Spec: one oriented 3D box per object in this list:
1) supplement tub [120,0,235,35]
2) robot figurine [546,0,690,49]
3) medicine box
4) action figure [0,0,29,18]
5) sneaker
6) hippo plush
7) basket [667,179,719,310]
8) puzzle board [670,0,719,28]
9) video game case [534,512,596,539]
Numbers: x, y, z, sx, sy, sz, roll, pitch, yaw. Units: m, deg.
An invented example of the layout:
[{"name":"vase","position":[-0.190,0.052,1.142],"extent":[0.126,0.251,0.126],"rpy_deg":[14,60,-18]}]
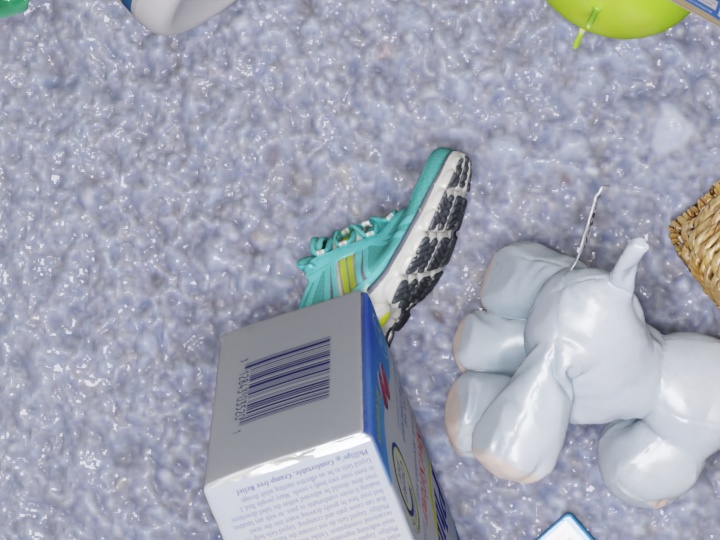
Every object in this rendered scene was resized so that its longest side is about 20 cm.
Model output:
[{"name":"supplement tub","position":[-0.141,-0.266,1.315],"extent":[0.145,0.145,0.200],"rpy_deg":[-42,84,6]},{"name":"robot figurine","position":[0.174,-0.230,1.253],"extent":[0.115,0.175,0.201],"rpy_deg":[24,86,4]},{"name":"medicine box","position":[-0.010,0.147,1.240],"extent":[0.102,0.182,0.201],"rpy_deg":[-18,115,8]},{"name":"action figure","position":[-0.291,-0.203,1.383],"extent":[0.199,0.055,0.119],"rpy_deg":[1,88,2]},{"name":"sneaker","position":[0.000,0.000,1.330],"extent":[0.080,0.077,0.200],"rpy_deg":[38,95,16]},{"name":"hippo plush","position":[0.161,0.057,1.290],"extent":[0.160,0.159,0.201],"rpy_deg":[23,110,-22]},{"name":"basket","position":[0.321,-0.014,1.285],"extent":[0.200,0.149,0.143],"rpy_deg":[-41,117,6]},{"name":"puzzle board","position":[0.252,-0.210,1.242],"extent":[0.017,0.200,0.152],"rpy_deg":[20,93,40]},{"name":"video game case","position":[0.148,0.278,1.331],"extent":[0.143,0.018,0.200],"rpy_deg":[-42,84,6]}]
